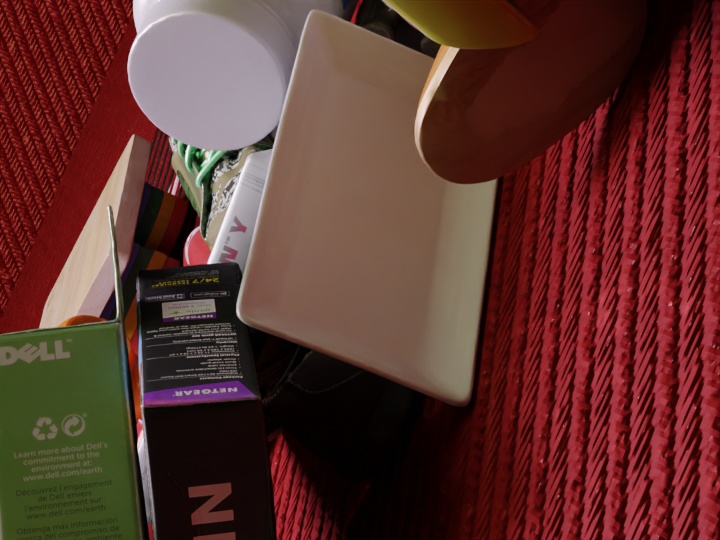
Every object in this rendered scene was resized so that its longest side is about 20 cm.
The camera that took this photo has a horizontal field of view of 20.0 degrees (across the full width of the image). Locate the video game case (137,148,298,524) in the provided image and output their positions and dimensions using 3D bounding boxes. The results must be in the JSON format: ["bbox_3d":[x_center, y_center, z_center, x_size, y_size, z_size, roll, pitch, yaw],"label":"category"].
[{"bbox_3d":[-0.048,0.020,1.021,0.183,0.023,0.200,-69,-11,13],"label":"video game case"}]

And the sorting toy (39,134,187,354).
[{"bbox_3d":[-0.210,0.021,1.726,0.199,0.069,0.200,-59,15,28],"label":"sorting toy"}]

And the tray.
[{"bbox_3d":[0.007,-0.028,0.911,0.022,0.107,0.200,123,164,-45],"label":"tray"}]

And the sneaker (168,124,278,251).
[{"bbox_3d":[-0.080,-0.064,1.115,0.077,0.089,0.200,-44,16,0],"label":"sneaker"}]

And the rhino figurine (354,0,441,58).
[{"bbox_3d":[0.014,-0.113,1.122,0.088,0.060,0.200,-64,8,-32],"label":"rhino figurine"}]

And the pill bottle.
[{"bbox_3d":[-0.056,-0.154,1.080,0.112,0.112,0.200,-55,10,38],"label":"pill bottle"}]

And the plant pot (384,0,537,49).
[{"bbox_3d":[0.025,-0.212,0.769,0.181,0.200,0.199,-45,39,11],"label":"plant pot"}]

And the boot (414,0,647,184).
[{"bbox_3d":[0.074,-0.138,0.877,0.201,0.071,0.144,-53,27,5],"label":"boot"}]

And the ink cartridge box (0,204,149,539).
[{"bbox_3d":[-0.121,0.085,0.859,0.104,0.059,0.201,97,166,-68],"label":"ink cartridge box"}]

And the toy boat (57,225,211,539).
[{"bbox_3d":[-0.120,0.064,1.187,0.200,0.130,0.131,-66,14,1],"label":"toy boat"}]

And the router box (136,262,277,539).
[{"bbox_3d":[-0.062,0.115,0.869,0.149,0.051,0.201,-109,14,-69],"label":"router box"}]

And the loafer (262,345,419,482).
[{"bbox_3d":[0.000,0.000,0.964,0.073,0.071,0.200,-51,21,48],"label":"loafer"}]

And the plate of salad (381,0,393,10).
[{"bbox_3d":[0.084,-0.203,1.013,0.200,0.048,0.200,-33,36,29],"label":"plate of salad"}]
